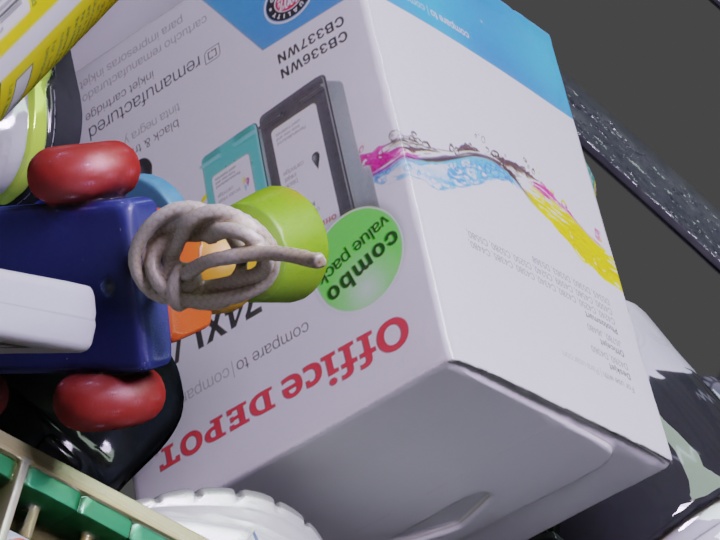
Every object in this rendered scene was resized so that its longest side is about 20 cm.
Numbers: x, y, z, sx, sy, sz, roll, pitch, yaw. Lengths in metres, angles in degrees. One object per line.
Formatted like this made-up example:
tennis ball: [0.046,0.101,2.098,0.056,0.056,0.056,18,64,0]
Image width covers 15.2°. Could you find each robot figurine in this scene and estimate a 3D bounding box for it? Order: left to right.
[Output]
robot figurine: [0.102,0.095,1.120,0.200,0.150,0.125,51,-3,24]

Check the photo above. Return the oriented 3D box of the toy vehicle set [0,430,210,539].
toy vehicle set: [-0.095,0.122,0.806,0.199,0.026,0.125,30,53,-24]

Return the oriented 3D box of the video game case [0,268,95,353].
video game case: [-0.207,0.002,0.757,0.199,0.182,0.023,12,79,-49]

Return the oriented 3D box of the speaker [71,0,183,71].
speaker: [-0.090,-0.137,1.123,0.081,0.200,0.081,39,21,-18]

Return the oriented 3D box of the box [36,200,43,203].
box: [-0.132,0.018,0.998,0.121,0.032,0.200,49,25,16]

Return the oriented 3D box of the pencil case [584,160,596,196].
pencil case: [0.068,-0.007,1.291,0.087,0.088,0.200,39,22,-7]

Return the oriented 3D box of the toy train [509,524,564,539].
toy train: [0.064,0.133,1.020,0.034,0.046,0.201,42,36,-55]

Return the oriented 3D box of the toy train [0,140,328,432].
toy train: [-0.051,-0.001,0.830,0.115,0.199,0.085,-12,97,-50]

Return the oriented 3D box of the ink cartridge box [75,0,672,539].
ink cartridge box: [0.000,0.000,1.013,0.146,0.146,0.201,27,41,-48]

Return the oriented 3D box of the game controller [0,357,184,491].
game controller: [-0.155,0.008,0.921,0.200,0.042,0.104,38,38,8]

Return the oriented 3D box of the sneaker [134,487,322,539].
sneaker: [-0.020,0.140,0.910,0.199,0.075,0.087,28,32,-27]

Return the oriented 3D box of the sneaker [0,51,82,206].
sneaker: [-0.165,-0.113,1.023,0.082,0.072,0.201,2,55,-37]

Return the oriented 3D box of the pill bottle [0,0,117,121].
pill bottle: [-0.135,-0.122,0.934,0.112,0.112,0.200,40,45,-3]
